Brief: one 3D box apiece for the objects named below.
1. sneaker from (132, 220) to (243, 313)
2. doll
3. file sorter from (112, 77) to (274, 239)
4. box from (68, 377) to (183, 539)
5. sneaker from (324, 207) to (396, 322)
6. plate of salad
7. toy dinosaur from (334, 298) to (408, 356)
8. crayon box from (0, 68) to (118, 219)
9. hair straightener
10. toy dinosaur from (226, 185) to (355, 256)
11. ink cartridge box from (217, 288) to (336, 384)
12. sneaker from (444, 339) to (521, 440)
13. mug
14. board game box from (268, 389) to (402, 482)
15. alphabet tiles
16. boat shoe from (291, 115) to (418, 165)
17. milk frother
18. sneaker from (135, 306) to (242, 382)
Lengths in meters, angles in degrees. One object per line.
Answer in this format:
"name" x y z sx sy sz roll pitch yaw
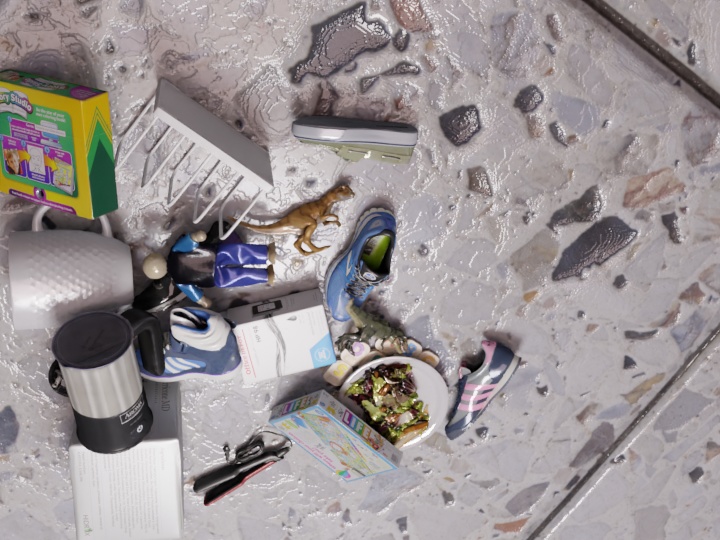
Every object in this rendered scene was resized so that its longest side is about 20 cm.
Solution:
"sneaker" -0.281 -0.010 1.651 0.200 0.076 0.088 -30 110 -4
"doll" -0.231 -0.003 1.600 0.199 0.049 0.137 1 122 -10
"file sorter" -0.245 -0.158 1.542 0.200 0.139 0.125 34 108 -22
"box" -0.375 0.305 1.709 0.171 0.199 0.201 -1 116 -9
"sneaker" 0.000 0.000 1.684 0.078 0.089 0.200 17 114 -16
"plate of salad" 0.056 0.239 1.816 0.199 0.048 0.201 -3 118 -5
"toy dinosaur" 0.003 0.102 1.726 0.088 0.048 0.200 -41 143 10
"crayon box" -0.438 -0.180 1.483 0.200 0.058 0.173 16 119 28
"hair straightener" -0.210 0.339 1.839 0.200 0.041 0.077 -28 116 11
"toy dinosaur" -0.099 -0.073 1.662 0.200 0.060 0.106 -23 93 -4
"ink cartridge box" -0.149 0.114 1.727 0.199 0.067 0.116 -14 116 -2
"sneaker" 0.194 0.206 1.839 0.082 0.070 0.200 36 107 -1
"mug" -0.436 -0.015 1.585 0.175 0.148 0.201 -3 96 -16
"board game box" -0.043 0.288 1.810 0.134 0.034 0.200 -24 123 42
"alphabet tiles" 0.037 0.198 1.828 0.200 0.015 0.196 34 106 -22
"boat shoe" -0.008 -0.194 1.599 0.199 0.072 0.062 3 113 -14
"milk frother" -0.408 0.140 1.572 0.199 0.181 0.188 9 132 12
"sneaker" -0.290 0.104 1.654 0.199 0.081 0.147 2 136 19
